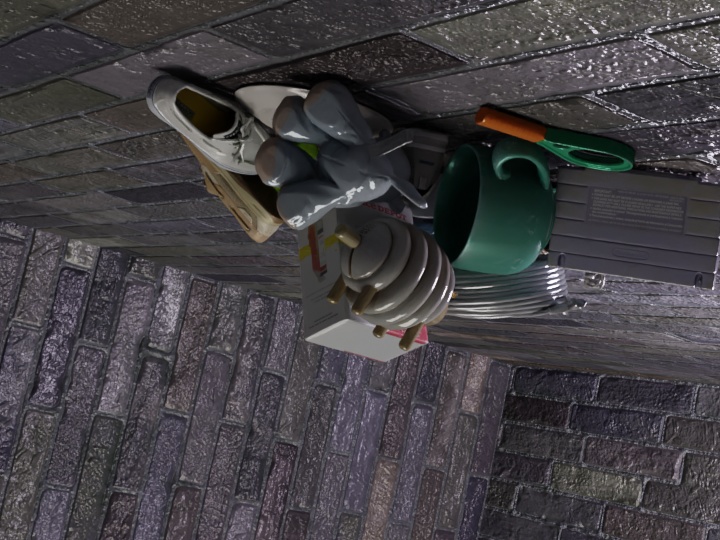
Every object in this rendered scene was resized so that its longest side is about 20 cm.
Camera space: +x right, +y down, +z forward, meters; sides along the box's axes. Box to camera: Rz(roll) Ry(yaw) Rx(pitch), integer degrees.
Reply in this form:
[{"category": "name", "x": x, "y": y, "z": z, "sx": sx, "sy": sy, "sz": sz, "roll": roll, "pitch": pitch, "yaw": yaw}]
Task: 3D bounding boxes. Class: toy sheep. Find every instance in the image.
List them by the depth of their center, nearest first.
[{"category": "toy sheep", "x": 0.036, "y": 0.006, "z": 1.433, "sx": 0.138, "sy": 0.138, "sz": 0.200, "roll": 5, "pitch": 156, "yaw": 42}]

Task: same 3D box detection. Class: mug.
[{"category": "mug", "x": 0.172, "y": -0.072, "z": 1.478, "sx": 0.114, "sy": 0.152, "sz": 0.185, "roll": 9, "pitch": 176, "yaw": -17}]

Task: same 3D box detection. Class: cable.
[{"category": "cable", "x": 0.170, "y": 0.018, "z": 1.613, "sx": 0.200, "sy": 0.069, "sz": 0.200, "roll": -5, "pitch": -173, "yaw": -20}]

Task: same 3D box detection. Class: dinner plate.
[{"category": "dinner plate", "x": -0.059, "y": -0.185, "z": 1.511, "sx": 0.200, "sy": 0.024, "sz": 0.200, "roll": 13, "pitch": 172, "yaw": 2}]

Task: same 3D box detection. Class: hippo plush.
[{"category": "hippo plush", "x": -0.007, "y": -0.138, "z": 1.418, "sx": 0.200, "sy": 0.160, "sz": 0.161, "roll": -9, "pitch": -177, "yaw": 22}]

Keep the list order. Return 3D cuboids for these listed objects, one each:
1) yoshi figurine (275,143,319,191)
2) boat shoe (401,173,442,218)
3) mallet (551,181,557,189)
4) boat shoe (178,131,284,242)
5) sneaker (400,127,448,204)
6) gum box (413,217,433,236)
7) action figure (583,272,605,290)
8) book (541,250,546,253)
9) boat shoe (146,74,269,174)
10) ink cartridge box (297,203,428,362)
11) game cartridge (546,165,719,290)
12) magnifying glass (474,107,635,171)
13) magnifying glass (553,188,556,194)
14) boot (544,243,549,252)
[{"category": "yoshi figurine", "x": -0.072, "y": -0.122, "z": 1.659, "sx": 0.112, "sy": 0.113, "sz": 0.200, "roll": 0, "pitch": 177, "yaw": -11}, {"category": "boat shoe", "x": 0.054, "y": -0.108, "z": 1.698, "sx": 0.200, "sy": 0.072, "sz": 0.068, "roll": 11, "pitch": 172, "yaw": 31}, {"category": "mallet", "x": 0.326, "y": -0.092, "z": 1.560, "sx": 0.200, "sy": 0.041, "sz": 0.066, "roll": 12, "pitch": 176, "yaw": 40}, {"category": "boat shoe", "x": -0.180, "y": -0.124, "z": 1.614, "sx": 0.065, "sy": 0.200, "sz": 0.071, "roll": -44, "pitch": 170, "yaw": 32}, {"category": "sneaker", "x": 0.058, "y": -0.122, "z": 1.554, "sx": 0.075, "sy": 0.082, "sz": 0.200, "roll": 12, "pitch": 172, "yaw": -3}, {"category": "gum box", "x": 0.073, "y": -0.067, "z": 1.760, "sx": 0.200, "sy": 0.045, "sz": 0.170, "roll": 18, "pitch": -162, "yaw": 38}, {"category": "action figure", "x": 0.345, "y": -0.021, "z": 1.773, "sx": 0.200, "sy": 0.102, "sz": 0.119, "roll": 8, "pitch": -175, "yaw": 14}, {"category": "book", "x": 0.178, "y": -0.073, "z": 1.888, "sx": 0.200, "sy": 0.048, "sz": 0.134, "roll": 9, "pitch": 168, "yaw": 36}, {"category": "boat shoe", "x": -0.163, "y": -0.174, "z": 1.507, "sx": 0.086, "sy": 0.075, "sz": 0.202, "roll": 20, "pitch": 168, "yaw": 49}, {"category": "ink cartridge box", "x": 0.000, "y": 0.000, "z": 1.568, "sx": 0.145, "sy": 0.200, "sz": 0.083, "roll": 18, "pitch": 146, "yaw": -40}, {"category": "game cartridge", "x": 0.328, "y": -0.055, "z": 1.462, "sx": 0.200, "sy": 0.130, "sz": 0.038, "roll": 9, "pitch": -174, "yaw": 21}, {"category": "magnifying glass", "x": 0.219, "y": -0.145, "z": 1.376, "sx": 0.200, "sy": 0.022, "sz": 0.080, "roll": 16, "pitch": 171, "yaw": -23}, {"category": "magnifying glass", "x": 0.247, "y": -0.086, "z": 1.552, "sx": 0.200, "sy": 0.080, "sz": 0.022, "roll": 19, "pitch": -178, "yaw": 37}, {"category": "boot", "x": 0.206, "y": -0.077, "z": 1.656, "sx": 0.138, "sy": 0.078, "sz": 0.200, "roll": 18, "pitch": 176, "yaw": -8}]
